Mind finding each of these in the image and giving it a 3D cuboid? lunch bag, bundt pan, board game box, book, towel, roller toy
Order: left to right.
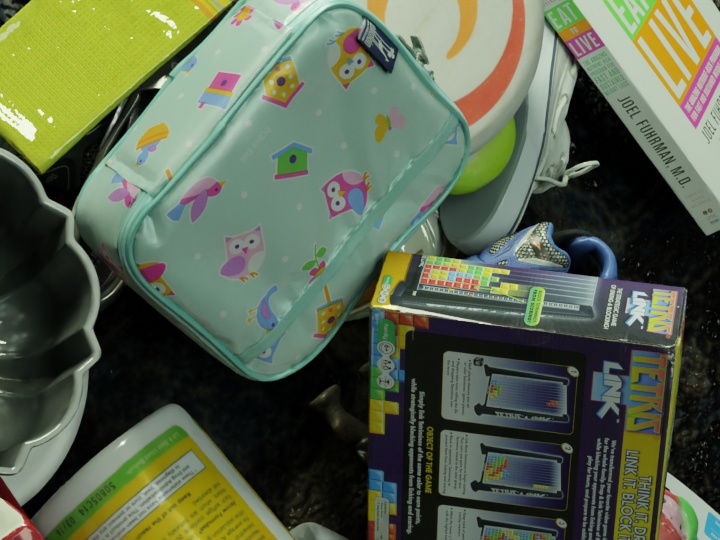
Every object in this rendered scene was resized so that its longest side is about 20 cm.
[{"bbox_3d":[-0.237,0.027,1.212,0.201,0.076,0.203,8,69,-20],"label":"bundt pan"},{"bbox_3d":[-0.128,-0.146,1.298,0.200,0.018,0.086,-43,67,-12],"label":"towel"},{"bbox_3d":[-0.038,-0.049,1.270,0.200,0.077,0.160,-49,126,-5],"label":"lunch bag"},{"bbox_3d":[0.003,-0.150,1.408,0.182,0.140,0.201,5,90,-27],"label":"roller toy"},{"bbox_3d":[0.088,0.092,1.306,0.164,0.201,0.057,7,38,7],"label":"board game box"},{"bbox_3d":[0.194,-0.138,1.549,0.200,0.048,0.134,51,40,-17],"label":"book"}]

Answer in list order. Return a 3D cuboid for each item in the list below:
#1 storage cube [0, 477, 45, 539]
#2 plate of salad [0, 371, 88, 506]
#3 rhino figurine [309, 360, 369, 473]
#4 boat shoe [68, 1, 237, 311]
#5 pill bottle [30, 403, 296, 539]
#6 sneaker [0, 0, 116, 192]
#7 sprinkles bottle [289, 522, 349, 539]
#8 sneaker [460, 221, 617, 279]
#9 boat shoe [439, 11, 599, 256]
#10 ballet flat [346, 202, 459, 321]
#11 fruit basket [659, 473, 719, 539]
[{"bbox_3d":[-0.201,0.230,1.182,0.200,0.171,0.180,-33,102,-10],"label":"storage cube"},{"bbox_3d":[-0.242,0.046,1.288,0.199,0.048,0.201,10,72,-30],"label":"plate of salad"},{"bbox_3d":[0.061,0.072,1.449,0.200,0.060,0.088,-29,84,-45],"label":"rhino figurine"},{"bbox_3d":[-0.111,-0.063,1.302,0.067,0.057,0.201,31,83,-21],"label":"boat shoe"},{"bbox_3d":[-0.079,0.182,1.295,0.111,0.111,0.200,-38,84,-29],"label":"pill bottle"},{"bbox_3d":[-0.134,-0.132,1.366,0.114,0.076,0.200,31,71,-24],"label":"sneaker"},{"bbox_3d":[0.035,0.221,1.409,0.200,0.068,0.068,31,68,-23],"label":"sprinkles bottle"},{"bbox_3d":[0.132,0.017,1.450,0.200,0.078,0.076,12,44,-60],"label":"sneaker"},{"bbox_3d":[0.108,-0.079,1.492,0.086,0.074,0.203,37,46,-29],"label":"boat shoe"},{"bbox_3d":[0.000,0.000,1.427,0.200,0.062,0.068,-30,96,-31],"label":"ballet flat"},{"bbox_3d":[0.168,0.176,1.457,0.185,0.094,0.200,39,42,-11],"label":"fruit basket"}]
